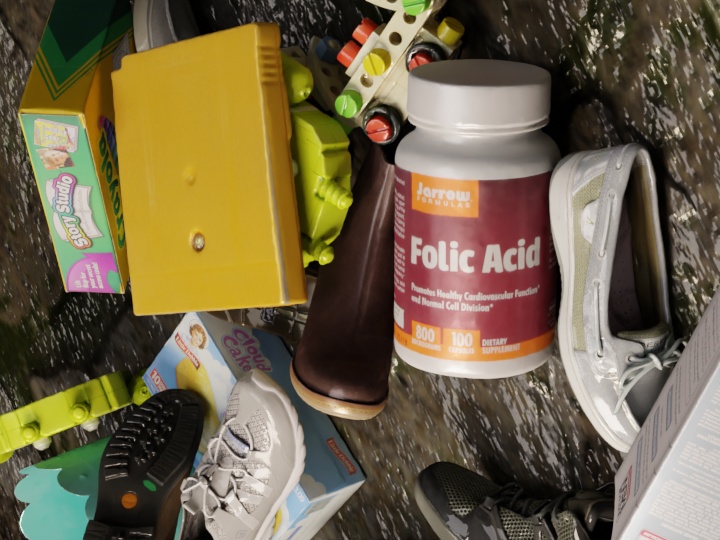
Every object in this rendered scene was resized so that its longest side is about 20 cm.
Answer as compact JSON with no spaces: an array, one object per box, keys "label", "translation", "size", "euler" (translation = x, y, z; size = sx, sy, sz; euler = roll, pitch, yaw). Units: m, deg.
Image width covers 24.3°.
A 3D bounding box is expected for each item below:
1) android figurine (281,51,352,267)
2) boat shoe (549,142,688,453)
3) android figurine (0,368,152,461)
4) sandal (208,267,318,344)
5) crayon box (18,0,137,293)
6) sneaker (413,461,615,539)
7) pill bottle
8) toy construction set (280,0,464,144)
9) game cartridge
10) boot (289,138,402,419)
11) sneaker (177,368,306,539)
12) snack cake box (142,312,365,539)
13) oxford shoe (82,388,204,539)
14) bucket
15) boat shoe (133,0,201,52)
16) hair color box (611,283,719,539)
[{"label":"android figurine","translation":[-0.080,-0.077,1.240],"size":[0.200,0.041,0.182],"euler":[38,120,32]},{"label":"boat shoe","translation":[0.173,0.019,1.087],"size":[0.065,0.074,0.202],"euler":[-8,89,53]},{"label":"android figurine","translation":[-0.265,0.130,1.513],"size":[0.200,0.182,0.041],"euler":[157,92,-85]},{"label":"sandal","translation":[-0.071,0.009,1.376],"size":[0.200,0.055,0.082],"euler":[20,108,26]},{"label":"crayon box","translation":[-0.218,-0.111,1.370],"size":[0.200,0.058,0.173],"euler":[85,-173,-47]},{"label":"sneaker","translation":[0.129,0.175,1.184],"size":[0.199,0.076,0.114],"euler":[37,125,32]},{"label":"pill bottle","translation":[0.079,-0.037,1.140],"size":[0.114,0.114,0.200],"euler":[17,115,44]},{"label":"toy construction set","translation":[0.003,-0.171,1.202],"size":[0.131,0.092,0.200],"euler":[39,141,3]},{"label":"game cartridge","translation":[-0.114,-0.070,1.227],"size":[0.176,0.032,0.200],"euler":[-5,90,45]},{"label":"boot","translation":[0.000,0.000,1.204],"size":[0.200,0.072,0.166],"euler":[-92,14,-68]},{"label":"sneaker","translation":[-0.102,0.171,1.330],"size":[0.075,0.082,0.200],"euler":[35,125,35]},{"label":"snack cake box","translation":[-0.093,0.133,1.422],"size":[0.200,0.067,0.115],"euler":[57,137,19]},{"label":"oxford shoe","translation":[-0.178,0.189,1.374],"size":[0.073,0.200,0.084],"euler":[12,147,12]},{"label":"bucket","translation":[-0.201,0.238,1.499],"size":[0.207,0.135,0.207],"euler":[35,137,40]},{"label":"boat shoe","translation":[-0.134,-0.155,1.389],"size":[0.071,0.070,0.201],"euler":[-14,85,25]},{"label":"hair color box","translation":[0.219,0.084,1.005],"size":[0.061,0.099,0.200],"euler":[24,116,0]}]
